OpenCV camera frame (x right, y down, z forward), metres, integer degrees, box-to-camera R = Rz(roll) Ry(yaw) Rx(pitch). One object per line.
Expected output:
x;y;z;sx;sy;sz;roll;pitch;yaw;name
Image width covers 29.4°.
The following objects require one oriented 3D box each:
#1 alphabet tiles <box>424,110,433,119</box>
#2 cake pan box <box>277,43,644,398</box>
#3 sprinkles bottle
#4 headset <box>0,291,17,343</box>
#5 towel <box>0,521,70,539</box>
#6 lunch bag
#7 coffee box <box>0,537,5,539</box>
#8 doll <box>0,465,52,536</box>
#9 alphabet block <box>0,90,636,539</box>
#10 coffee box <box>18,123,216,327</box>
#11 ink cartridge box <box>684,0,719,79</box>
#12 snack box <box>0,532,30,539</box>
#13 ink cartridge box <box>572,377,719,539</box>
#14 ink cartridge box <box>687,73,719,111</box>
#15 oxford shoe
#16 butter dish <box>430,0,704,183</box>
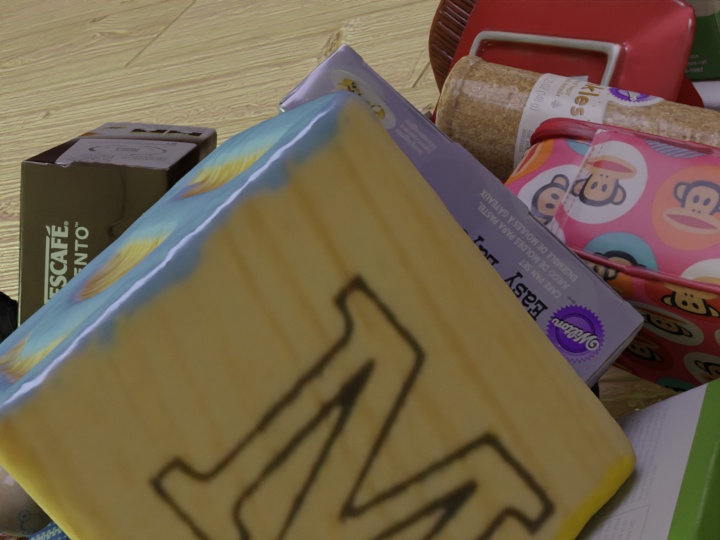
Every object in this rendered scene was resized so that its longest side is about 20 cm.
-0.041;-0.029;0.971;0.167;0.008;0.200;-39;-2;-25;alphabet tiles
0.043;0.005;0.690;0.052;0.200;0.184;-44;-11;-13;cake pan box
0.141;-0.066;0.751;0.198;0.069;0.068;15;39;21;sprinkles bottle
-0.312;0.054;1.041;0.123;0.095;0.200;-31;16;-18;headset
-0.238;0.176;0.837;0.144;0.024;0.200;-20;26;0;towel
0.171;0.015;0.680;0.199;0.176;0.082;20;69;32;lunch bag
-0.197;0.168;0.593;0.199;0.080;0.114;13;46;40;coffee box
-0.103;0.089;0.729;0.198;0.137;0.049;-18;52;-14;doll
-0.038;0.067;0.602;0.196;0.200;0.195;-43;12;-14;alphabet block
-0.138;-0.021;0.813;0.079;0.116;0.200;4;11;0;coffee box
0.173;-0.232;0.907;0.144;0.201;0.084;4;35;42;ink cartridge box
-0.191;0.231;0.636;0.200;0.068;0.168;-39;35;-25;snack box
0.088;0.147;0.602;0.199;0.076;0.148;-29;18;37;ink cartridge box
0.249;-0.120;0.964;0.144;0.085;0.199;-36;29;-27;ink cartridge box
0.097;-0.149;1.015;0.074;0.201;0.070;-29;56;-25;oxford shoe
0.144;-0.065;0.889;0.199;0.147;0.202;18;88;51;butter dish
